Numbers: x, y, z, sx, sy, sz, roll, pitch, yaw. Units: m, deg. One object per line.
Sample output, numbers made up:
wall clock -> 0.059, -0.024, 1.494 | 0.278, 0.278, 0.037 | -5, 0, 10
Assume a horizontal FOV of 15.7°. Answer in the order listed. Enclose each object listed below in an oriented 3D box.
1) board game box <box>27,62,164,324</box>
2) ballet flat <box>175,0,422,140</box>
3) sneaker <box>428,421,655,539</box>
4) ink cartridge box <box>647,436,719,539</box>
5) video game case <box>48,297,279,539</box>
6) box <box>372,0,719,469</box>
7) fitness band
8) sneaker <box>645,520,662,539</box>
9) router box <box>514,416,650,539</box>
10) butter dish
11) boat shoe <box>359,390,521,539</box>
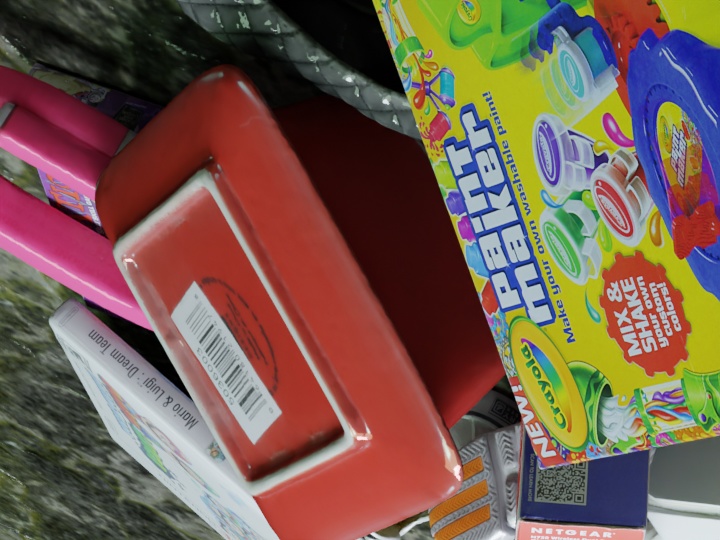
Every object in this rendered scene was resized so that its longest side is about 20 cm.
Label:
board game box -> -0.100, -0.022, 1.319 | 0.120, 0.032, 0.200 | 23, 154, 19
ballet flat -> 0.007, -0.097, 1.027 | 0.200, 0.067, 0.057 | 20, 161, 16
sneaker -> 0.136, 0.095, 1.268 | 0.112, 0.078, 0.200 | 18, 148, -39
ink cartridge box -> 0.207, 0.096, 1.102 | 0.083, 0.147, 0.200 | 2, 146, 34
video game case -> -0.088, 0.112, 1.466 | 0.182, 0.024, 0.200 | 40, 166, 19
box -> 0.122, -0.059, 0.824 | 0.193, 0.122, 0.200 | -20, 91, 57
fitness band -> -0.134, -0.029, 1.265 | 0.200, 0.037, 0.144 | 32, 155, -3
sneaker -> 0.202, 0.150, 1.245 | 0.080, 0.078, 0.200 | -32, 135, 32
router box -> 0.091, 0.049, 1.066 | 0.049, 0.200, 0.180 | 4, 151, 4
butter dish -> 0.000, 0.000, 1.132 | 0.200, 0.148, 0.199 | 60, 152, 1
boat shoe -> 0.009, 0.118, 1.401 | 0.075, 0.086, 0.202 | 42, 150, -27
